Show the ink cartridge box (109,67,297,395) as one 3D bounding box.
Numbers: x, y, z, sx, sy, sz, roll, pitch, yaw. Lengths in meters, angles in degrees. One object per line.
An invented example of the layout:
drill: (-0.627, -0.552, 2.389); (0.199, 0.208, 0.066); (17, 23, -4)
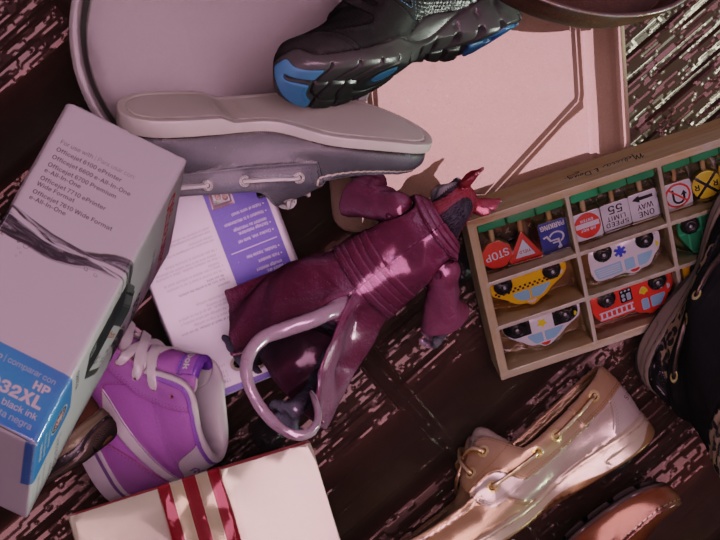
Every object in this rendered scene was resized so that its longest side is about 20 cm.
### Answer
ink cartridge box: (-0.099, -0.022, 1.719); (0.099, 0.039, 0.201); (-20, 94, -7)

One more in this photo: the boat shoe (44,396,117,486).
boat shoe: (-0.247, 0.119, 1.674); (0.199, 0.076, 0.074); (-30, 95, 19)

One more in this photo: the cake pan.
cake pan: (-0.087, -0.150, 1.677); (0.199, 0.037, 0.201); (0, 91, -12)

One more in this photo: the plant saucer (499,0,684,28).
plant saucer: (0.123, -0.219, 1.680); (0.199, 0.201, 0.035); (19, 133, -8)

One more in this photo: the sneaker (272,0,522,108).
sneaker: (0.011, -0.159, 1.646); (0.200, 0.073, 0.082); (-24, 86, -44)

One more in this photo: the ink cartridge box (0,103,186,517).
ink cartridge box: (-0.185, 0.025, 1.563); (0.083, 0.145, 0.201); (25, 66, 2)

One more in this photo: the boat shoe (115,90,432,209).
boat shoe: (-0.056, -0.072, 1.640); (0.199, 0.073, 0.062); (2, 114, -13)

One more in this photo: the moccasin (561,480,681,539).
moccasin: (0.144, 0.224, 1.737); (0.078, 0.074, 0.202); (40, 88, 17)

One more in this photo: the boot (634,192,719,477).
boot: (0.261, 0.030, 1.673); (0.073, 0.154, 0.204); (20, 112, -25)

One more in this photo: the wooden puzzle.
wooden puzzle: (0.074, -0.124, 1.737); (0.199, 0.037, 0.186); (-4, 94, -2)

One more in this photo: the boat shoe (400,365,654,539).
boat shoe: (0.095, 0.132, 1.738); (0.199, 0.074, 0.069); (-32, 94, -13)

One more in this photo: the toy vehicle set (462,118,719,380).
toy vehicle set: (0.170, -0.016, 1.731); (0.199, 0.027, 0.125); (-18, 121, -5)

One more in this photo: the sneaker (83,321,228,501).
sneaker: (-0.152, 0.046, 1.678); (0.114, 0.073, 0.201); (-22, 108, 34)

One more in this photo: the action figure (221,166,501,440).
action figure: (0.000, 0.000, 1.646); (0.200, 0.149, 0.134); (-41, 87, 6)

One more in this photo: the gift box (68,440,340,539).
gift box: (-0.074, 0.225, 1.671); (0.184, 0.200, 0.188); (-17, 80, -2)
